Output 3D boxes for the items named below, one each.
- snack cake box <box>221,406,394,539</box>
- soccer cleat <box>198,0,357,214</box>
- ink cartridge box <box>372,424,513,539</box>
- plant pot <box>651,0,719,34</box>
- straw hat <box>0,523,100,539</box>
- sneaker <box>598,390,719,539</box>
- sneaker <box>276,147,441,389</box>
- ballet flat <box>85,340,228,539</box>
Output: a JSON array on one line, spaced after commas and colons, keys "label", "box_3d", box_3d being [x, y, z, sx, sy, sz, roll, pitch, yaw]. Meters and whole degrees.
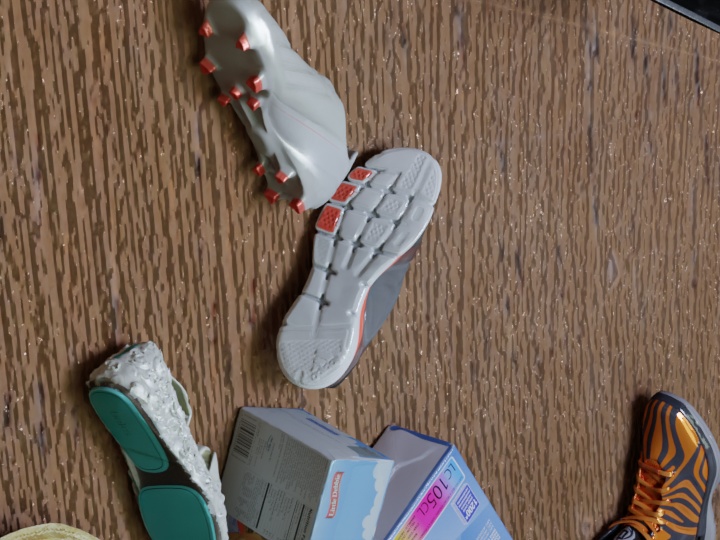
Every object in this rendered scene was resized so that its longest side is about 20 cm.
[{"label": "snack cake box", "box_3d": [-0.057, 0.215, 1.514, 0.067, 0.115, 0.201, 6, 103, -44]}, {"label": "soccer cleat", "box_3d": [-0.056, -0.128, 1.413, 0.078, 0.069, 0.201, -47, 140, -24]}, {"label": "ink cartridge box", "box_3d": [0.052, 0.242, 1.648, 0.137, 0.076, 0.200, -52, 135, -22]}, {"label": "plant pot", "box_3d": [0.195, -0.307, 1.487, 0.199, 0.177, 0.201, 15, 97, -46]}, {"label": "straw hat", "box_3d": [-0.232, 0.279, 1.399, 0.200, 0.085, 0.202, 11, 74, -42]}, {"label": "sneaker", "box_3d": [0.270, 0.213, 1.843, 0.112, 0.077, 0.201, -33, 127, -30]}, {"label": "sneaker", "box_3d": [0.000, 0.000, 1.527, 0.201, 0.077, 0.082, -60, 162, -5]}, {"label": "ballet flat", "box_3d": [-0.133, 0.132, 1.448, 0.072, 0.072, 0.201, -38, 129, -25]}]
